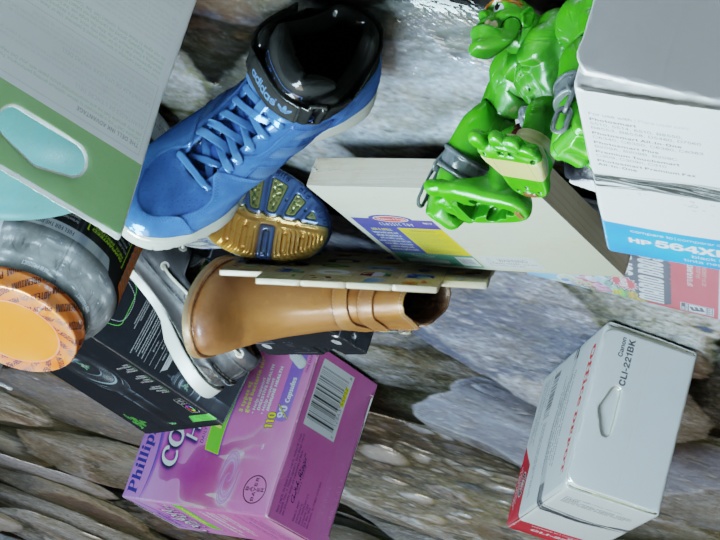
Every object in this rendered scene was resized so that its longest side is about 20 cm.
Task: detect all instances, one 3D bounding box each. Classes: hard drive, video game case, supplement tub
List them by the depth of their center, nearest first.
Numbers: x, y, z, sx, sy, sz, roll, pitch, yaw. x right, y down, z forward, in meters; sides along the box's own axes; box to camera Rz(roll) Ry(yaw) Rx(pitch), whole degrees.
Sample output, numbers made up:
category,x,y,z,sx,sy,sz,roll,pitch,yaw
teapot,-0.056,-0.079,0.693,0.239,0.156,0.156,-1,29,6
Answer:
category,x,y,z,sx,sy,sz,roll,pitch,yaw
supplement tub,-0.217,-0.032,1.513,0.122,0.200,0.123,11,140,10
video game case,0.171,-0.017,1.518,0.200,0.017,0.143,14,161,14
hard drive,-0.101,0.019,1.842,0.200,0.038,0.140,31,157,-36

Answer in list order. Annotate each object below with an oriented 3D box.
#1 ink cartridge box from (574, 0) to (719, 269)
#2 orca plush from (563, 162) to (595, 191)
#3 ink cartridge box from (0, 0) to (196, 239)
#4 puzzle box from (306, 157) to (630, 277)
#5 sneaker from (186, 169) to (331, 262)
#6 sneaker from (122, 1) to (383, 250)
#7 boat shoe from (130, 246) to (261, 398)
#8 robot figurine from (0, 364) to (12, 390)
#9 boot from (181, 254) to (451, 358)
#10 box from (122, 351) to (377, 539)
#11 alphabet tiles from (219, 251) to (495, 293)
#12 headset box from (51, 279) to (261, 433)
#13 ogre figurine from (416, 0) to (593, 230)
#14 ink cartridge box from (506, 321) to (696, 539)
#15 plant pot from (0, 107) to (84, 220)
category,x,y,z,sx,sy,sz,roll,pitch,yaw
ink cartridge box,0.172,-0.106,1.062,0.084,0.146,0.200,12,161,15
orca plush,0.220,-0.078,1.222,0.200,0.105,0.071,14,130,22
ink cartridge box,-0.176,-0.135,1.217,0.048,0.200,0.145,-6,150,46
puzzle box,0.076,-0.039,1.475,0.200,0.025,0.133,4,157,38
sneaker,-0.103,-0.049,1.627,0.200,0.075,0.088,14,177,24
sneaker,-0.068,-0.095,1.281,0.077,0.200,0.111,53,161,15
boat shoe,-0.151,0.006,1.716,0.060,0.200,0.074,-32,171,13
robot figurine,-0.466,0.083,2.243,0.200,0.113,0.170,36,175,-41
boot,-0.034,0.032,1.646,0.155,0.077,0.200,8,-169,30
box,-0.109,0.167,2.051,0.200,0.176,0.097,2,156,41
alphabet tiles,0.000,0.000,1.578,0.200,0.006,0.166,3,-172,7
headset box,-0.214,0.069,1.968,0.200,0.093,0.174,36,156,-23
ogre figurine,0.100,-0.095,1.204,0.098,0.120,0.200,21,160,5
ink cartridge box,0.199,0.143,1.746,0.084,0.144,0.200,18,162,-4
plant pot,-0.223,-0.123,1.329,0.161,0.201,0.200,14,166,-32
